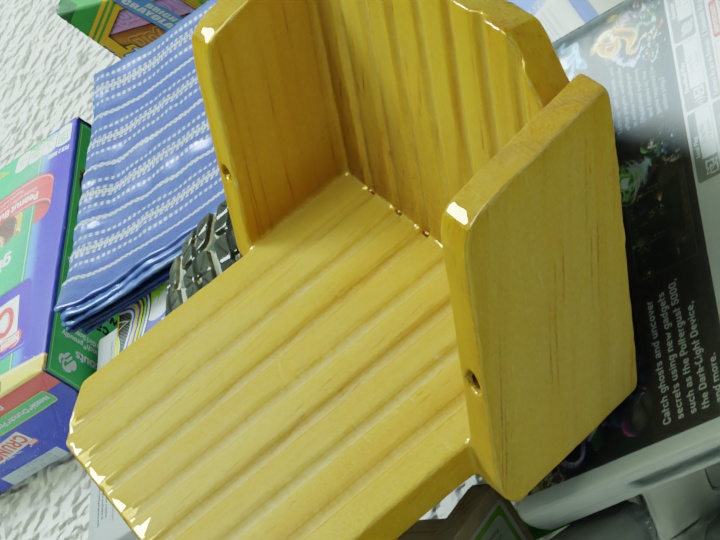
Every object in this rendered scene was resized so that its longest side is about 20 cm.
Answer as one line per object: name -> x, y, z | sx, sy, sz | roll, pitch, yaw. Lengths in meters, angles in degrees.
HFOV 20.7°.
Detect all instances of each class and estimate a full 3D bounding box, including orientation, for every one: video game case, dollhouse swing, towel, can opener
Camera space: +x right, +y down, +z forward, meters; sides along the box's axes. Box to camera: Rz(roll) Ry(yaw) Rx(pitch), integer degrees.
video game case -> 0.124, -0.023, 0.746 | 0.181, 0.023, 0.202 | -28, 53, 35
dollhouse swing -> -0.028, -0.003, 0.736 | 0.175, 0.183, 0.200 | -26, 38, -19
towel -> -0.104, -0.070, 1.069 | 0.144, 0.024, 0.201 | -31, 40, 30
can opener -> 0.103, 0.113, 0.744 | 0.199, 0.053, 0.066 | -28, 11, -25

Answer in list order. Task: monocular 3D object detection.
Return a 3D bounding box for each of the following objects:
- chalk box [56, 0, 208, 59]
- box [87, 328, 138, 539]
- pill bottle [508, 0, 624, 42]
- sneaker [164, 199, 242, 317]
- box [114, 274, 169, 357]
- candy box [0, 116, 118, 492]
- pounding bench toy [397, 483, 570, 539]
chalk box -> -0.069, -0.194, 1.209 | 0.199, 0.124, 0.126 | -7, 58, 47
box -> -0.069, 0.060, 1.086 | 0.199, 0.041, 0.157 | -32, 41, 29
pill bottle -> 0.087, -0.147, 0.920 | 0.112, 0.112, 0.201 | -43, 60, 19
sneaker -> 0.000, 0.000, 0.902 | 0.199, 0.090, 0.079 | -24, 41, 17
box -> -0.084, -0.014, 1.073 | 0.070, 0.064, 0.201 | -33, 39, 30
candy box -> -0.219, 0.030, 1.257 | 0.168, 0.077, 0.201 | -29, 45, 33
pounding bench toy -> 0.019, 0.156, 0.830 | 0.155, 0.125, 0.200 | -10, 31, 47
